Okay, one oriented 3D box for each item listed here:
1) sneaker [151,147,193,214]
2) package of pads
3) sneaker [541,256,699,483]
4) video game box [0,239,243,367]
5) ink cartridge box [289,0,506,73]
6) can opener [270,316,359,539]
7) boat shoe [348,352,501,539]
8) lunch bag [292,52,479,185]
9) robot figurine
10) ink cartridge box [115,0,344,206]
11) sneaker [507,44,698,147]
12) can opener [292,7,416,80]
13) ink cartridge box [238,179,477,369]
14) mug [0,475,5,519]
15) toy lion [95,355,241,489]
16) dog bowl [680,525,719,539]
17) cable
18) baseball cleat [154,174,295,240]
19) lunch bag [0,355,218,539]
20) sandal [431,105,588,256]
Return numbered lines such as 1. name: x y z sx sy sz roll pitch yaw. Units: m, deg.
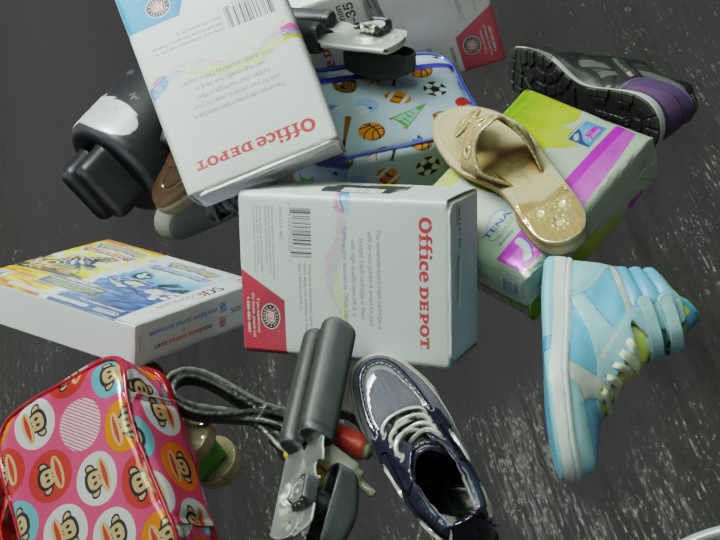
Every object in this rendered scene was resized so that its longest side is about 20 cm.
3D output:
1. sneaker: -0.147 -0.148 1.341 0.200 0.075 0.070 -50 32 1
2. package of pads: 0.154 -0.068 1.288 0.154 0.068 0.200 28 64 36
3. sneaker: 0.213 0.076 1.139 0.130 0.080 0.201 -1 61 6
4. video game box: -0.223 0.026 1.299 0.199 0.047 0.182 14 17 30
5. ink cartridge box: 0.035 -0.265 1.449 0.199 0.147 0.083 -17 44 7
6. can opener: -0.028 0.135 1.132 0.053 0.067 0.201 -32 35 43
7. boat shoe: 0.047 0.134 1.108 0.074 0.093 0.200 -31 62 -6
8. lunch bag: 0.013 -0.146 1.371 0.199 0.076 0.161 -9 48 -14
9. robot figurine: -0.217 -0.143 1.458 0.150 0.125 0.200 27 63 24
10. ink cartridge box: -0.115 -0.176 1.258 0.144 0.085 0.201 -21 83 1
11. sneaker: 0.236 -0.175 1.364 0.087 0.076 0.200 -29 44 -33
12. can opener: -0.044 -0.222 1.359 0.199 0.067 0.053 12 36 23
13. ink cartridge box: 0.000 0.000 1.227 0.199 0.147 0.083 4 13 23
14. mug: -0.390 0.228 1.209 0.199 0.134 0.178 -25 61 -8
15. toy lion: -0.216 0.181 1.224 0.192 0.069 0.200 -43 49 -8
16. dog bowl: 0.270 0.276 0.940 0.199 0.079 0.201 -11 48 12
17. cable: -0.066 0.124 1.170 0.199 0.050 0.097 35 56 3
18. baseball cleat: -0.110 -0.085 1.401 0.200 0.070 0.106 -38 48 -13
19. lunch bag: -0.216 0.188 1.125 0.176 0.082 0.201 -30 63 18
20. sandal: 0.129 -0.105 1.231 0.077 0.070 0.212 -30 51 -9
